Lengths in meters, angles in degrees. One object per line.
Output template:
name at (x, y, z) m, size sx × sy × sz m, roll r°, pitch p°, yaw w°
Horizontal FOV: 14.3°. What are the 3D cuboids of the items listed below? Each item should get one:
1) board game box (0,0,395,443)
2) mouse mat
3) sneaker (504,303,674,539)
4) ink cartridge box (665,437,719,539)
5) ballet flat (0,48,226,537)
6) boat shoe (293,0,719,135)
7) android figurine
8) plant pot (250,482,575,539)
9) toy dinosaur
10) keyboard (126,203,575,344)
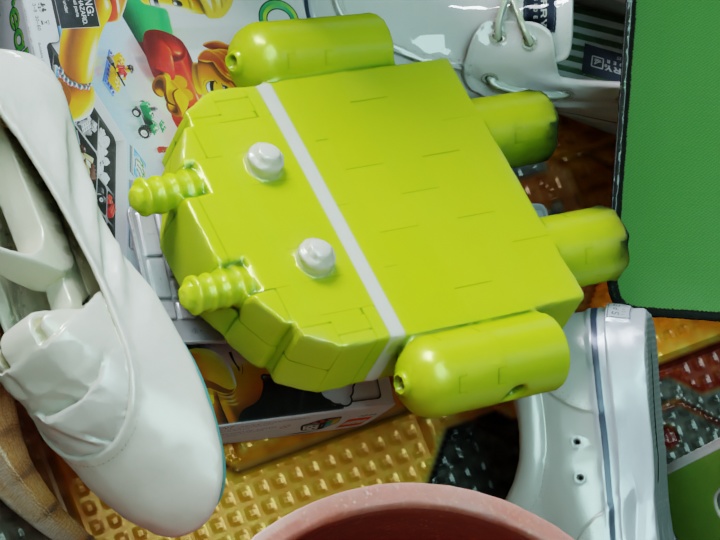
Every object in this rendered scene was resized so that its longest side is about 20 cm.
board game box at (-0.067, -0.032, 1.129) m, size 0.126 × 0.035 × 0.201 m, roll -6°, pitch 76°, yaw -32°
mouse mat at (0.179, -0.057, 1.213) m, size 0.199 × 0.008 × 0.162 m, roll 5°, pitch 89°, yaw -41°
sneaker at (0.088, 0.115, 1.143) m, size 0.070 × 0.073 × 0.201 m, roll -4°, pitch 83°, yaw 13°
ink cartridge box at (0.224, 0.128, 1.145) m, size 0.076 × 0.148 × 0.200 m, roll -37°, pitch 90°, yaw -29°
ballet flat at (-0.114, 0.008, 1.043) m, size 0.069 × 0.069 × 0.201 m, roll -15°, pitch 69°, yaw -27°
boat shoe at (0.070, -0.104, 1.200) m, size 0.199 × 0.067 × 0.074 m, roll 7°, pitch 70°, yaw -21°
android figurine at (0.005, -0.021, 1.101) m, size 0.199 × 0.041 × 0.183 m, roll -8°, pitch 58°, yaw -33°
plant pot at (-0.013, 0.193, 0.994) m, size 0.200 × 0.195 × 0.202 m, roll 7°, pitch 71°, yaw -22°
toy dinosaur at (-0.150, 0.038, 1.062) m, size 0.106 × 0.060 × 0.201 m, roll -17°, pitch 81°, yaw -29°
keyboard at (0.000, 0.000, 1.130) m, size 0.199 × 0.011 × 0.057 m, roll -1°, pitch 73°, yaw -34°
